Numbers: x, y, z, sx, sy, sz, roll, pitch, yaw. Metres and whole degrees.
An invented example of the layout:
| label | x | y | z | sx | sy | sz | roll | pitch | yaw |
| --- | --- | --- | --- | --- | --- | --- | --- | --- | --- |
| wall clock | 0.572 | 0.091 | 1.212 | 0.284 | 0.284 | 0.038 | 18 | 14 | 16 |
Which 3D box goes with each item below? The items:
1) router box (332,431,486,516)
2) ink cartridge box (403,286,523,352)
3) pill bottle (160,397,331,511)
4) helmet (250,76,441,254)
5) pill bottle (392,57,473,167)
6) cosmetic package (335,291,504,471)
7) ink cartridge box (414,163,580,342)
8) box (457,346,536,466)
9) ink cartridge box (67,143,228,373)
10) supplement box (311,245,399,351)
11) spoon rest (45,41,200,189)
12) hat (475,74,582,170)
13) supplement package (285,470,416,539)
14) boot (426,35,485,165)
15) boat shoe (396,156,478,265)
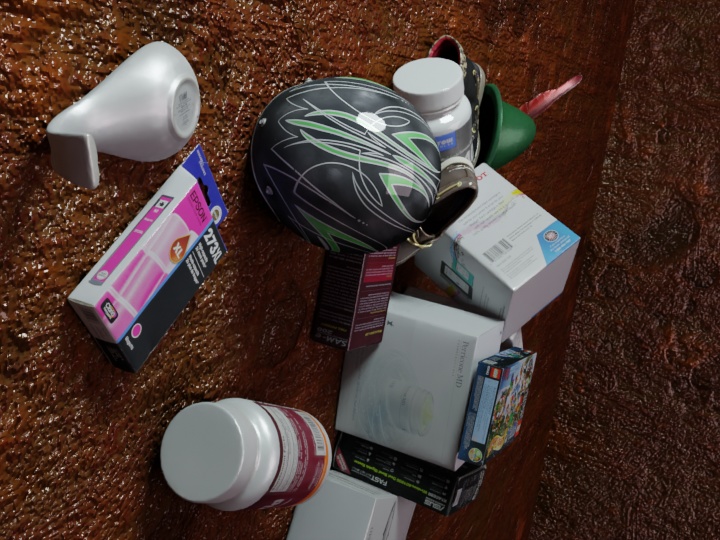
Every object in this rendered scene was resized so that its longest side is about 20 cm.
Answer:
| label | x | y | z | sx | sy | sz | roll | pitch | yaw |
| --- | --- | --- | --- | --- | --- | --- | --- | --- | --- |
| router box | 0.077 | 0.299 | 1.238 | 0.150 | 0.199 | 0.063 | 11 | 96 | -65 |
| ink cartridge box | 0.171 | 0.118 | 1.346 | 0.045 | 0.199 | 0.177 | -58 | 151 | -29 |
| pill bottle | -0.119 | 0.199 | 0.869 | 0.200 | 0.114 | 0.115 | 33 | 73 | -64 |
| helmet | -0.012 | -0.112 | 0.866 | 0.191 | 0.199 | 0.201 | 74 | 35 | -76 |
| pill bottle | 0.102 | -0.188 | 1.140 | 0.114 | 0.113 | 0.201 | -56 | 149 | -37 |
| cosmetic package | 0.085 | 0.154 | 1.181 | 0.123 | 0.199 | 0.201 | -17 | 118 | -62 |
| ink cartridge box | 0.201 | -0.029 | 1.233 | 0.146 | 0.200 | 0.146 | -35 | 151 | -21 |
| box | 0.200 | 0.189 | 1.158 | 0.200 | 0.037 | 0.138 | -3 | 105 | -65 |
| ink cartridge box | -0.175 | -0.014 | 0.732 | 0.095 | 0.037 | 0.201 | 75 | 35 | -47 |
| supplement box | 0.000 | 0.000 | 1.083 | 0.109 | 0.061 | 0.201 | -3 | 104 | -64 |
| spoon rest | -0.185 | -0.121 | 0.641 | 0.200 | 0.060 | 0.100 | -59 | 155 | -61 |
| hat | 0.273 | -0.216 | 1.336 | 0.166 | 0.175 | 0.201 | -101 | -155 | -49 |
| supplement package | -0.008 | 0.370 | 1.194 | 0.200 | 0.117 | 0.118 | 30 | 76 | -65 |
| boot | 0.140 | -0.247 | 1.238 | 0.150 | 0.073 | 0.201 | 23 | 78 | -67 |
| boat shoe | 0.089 | -0.069 | 1.126 | 0.072 | 0.200 | 0.060 | 28 | 31 | -30 |
